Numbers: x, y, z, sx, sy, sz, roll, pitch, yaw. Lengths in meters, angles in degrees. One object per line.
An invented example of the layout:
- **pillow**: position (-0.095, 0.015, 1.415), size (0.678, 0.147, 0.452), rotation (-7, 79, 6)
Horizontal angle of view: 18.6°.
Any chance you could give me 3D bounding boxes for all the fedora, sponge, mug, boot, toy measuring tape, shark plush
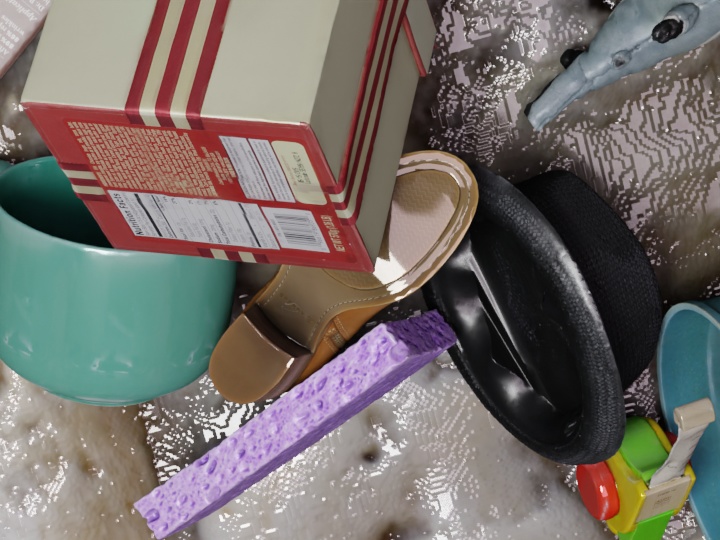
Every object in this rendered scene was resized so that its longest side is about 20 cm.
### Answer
- **fedora**: position (0.119, 0.014, 1.335), size (0.091, 0.200, 0.202), rotation (-29, 106, -27)
- **sponge**: position (-0.037, 0.091, 1.339), size (0.199, 0.111, 0.030), rotation (-37, 83, 19)
- **mug**: position (-0.156, 0.004, 1.324), size (0.151, 0.185, 0.115), rotation (-2, 114, -23)
- **boot**: position (0.000, 0.000, 1.307), size (0.077, 0.155, 0.200), rotation (42, 103, 4)
- **toy measuring tape**: position (0.174, 0.108, 1.348), size (0.073, 0.074, 0.201), rotation (2, 150, -3)
- **shark plush**: position (0.178, -0.158, 1.305), size (0.199, 0.083, 0.091), rotation (-23, 105, 5)

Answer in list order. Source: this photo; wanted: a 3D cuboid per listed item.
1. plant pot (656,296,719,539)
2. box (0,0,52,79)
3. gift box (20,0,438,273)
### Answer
- **plant pot**: position (0.305, 0.088, 1.328), size (0.186, 0.200, 0.202), rotation (-18, 105, -12)
- **box**: position (-0.257, -0.138, 1.312), size (0.100, 0.075, 0.200), rotation (40, 99, -11)
- **gift box**: position (-0.047, -0.117, 1.175), size (0.198, 0.185, 0.188), rotation (7, 65, 12)
